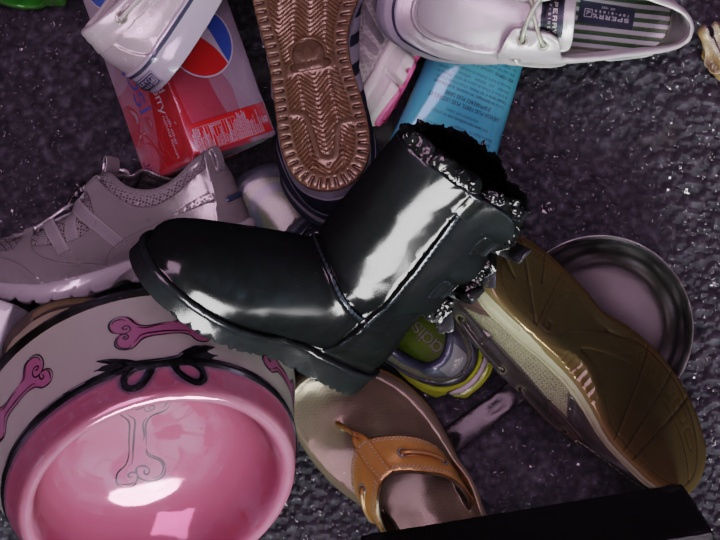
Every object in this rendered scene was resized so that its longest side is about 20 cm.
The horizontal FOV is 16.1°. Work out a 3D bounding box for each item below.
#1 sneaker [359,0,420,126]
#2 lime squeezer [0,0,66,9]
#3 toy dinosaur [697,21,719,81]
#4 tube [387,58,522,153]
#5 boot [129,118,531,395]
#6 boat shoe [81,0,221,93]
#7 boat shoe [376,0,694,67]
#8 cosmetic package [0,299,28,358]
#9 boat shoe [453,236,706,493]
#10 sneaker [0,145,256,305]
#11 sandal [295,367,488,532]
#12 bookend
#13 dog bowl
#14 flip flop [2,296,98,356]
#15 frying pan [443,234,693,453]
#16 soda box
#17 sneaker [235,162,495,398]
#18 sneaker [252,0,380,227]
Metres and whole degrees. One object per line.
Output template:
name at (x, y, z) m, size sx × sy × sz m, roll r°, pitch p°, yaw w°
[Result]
sneaker at (0.017, -0.196, 1.595) m, size 0.087 × 0.074 × 0.200 m, roll 24°, pitch 90°, yaw -2°
lime squeezer at (-0.207, -0.198, 1.620) m, size 0.200 × 0.038 × 0.071 m, roll -31°, pitch 84°, yaw -1°
toy dinosaur at (0.292, -0.083, 1.595) m, size 0.101 × 0.058 × 0.200 m, roll -35°, pitch 76°, yaw 13°
tube at (0.075, -0.137, 1.602) m, size 0.077 × 0.050 × 0.201 m, roll 21°, pitch 87°, yaw -12°
boot at (-0.011, -0.020, 1.437) m, size 0.162 × 0.198 × 0.073 m, roll -46°, pitch 41°, yaw 22°
boat shoe at (-0.109, -0.210, 1.520) m, size 0.086 × 0.075 × 0.202 m, roll 35°, pitch 74°, yaw -17°
boat shoe at (0.111, -0.161, 1.553) m, size 0.199 × 0.067 × 0.074 m, roll -5°, pitch 104°, yaw -23°
cosmetic package at (-0.325, 0.087, 1.552) m, size 0.199 × 0.123 × 0.200 m, roll 19°, pitch 85°, yaw 2°
boat shoe at (0.129, 0.062, 1.543) m, size 0.201 × 0.066 × 0.072 m, roll 46°, pitch 55°, yaw -16°
sneaker at (-0.154, -0.030, 1.561) m, size 0.199 × 0.075 × 0.082 m, roll -10°, pitch 96°, yaw 22°
sandal at (0.029, 0.138, 1.565) m, size 0.080 × 0.054 × 0.200 m, roll -35°, pitch 86°, yaw 8°
bookend at (0.115, 0.247, 1.502) m, size 0.198 × 0.092 × 0.201 m, roll -10°, pitch 103°, yaw -2°
dog bowl at (-0.126, 0.107, 1.496) m, size 0.200 × 0.200 × 0.074 m, roll -21°, pitch 45°, yaw -1°
flip flop at (-0.119, 0.053, 1.538) m, size 0.058 × 0.199 × 0.081 m, roll 56°, pitch 132°, yaw 39°
frying pan at (0.131, 0.067, 1.586) m, size 0.115 × 0.031 × 0.190 m, roll 31°, pitch 99°, yaw 7°
soda box at (-0.126, -0.161, 1.577) m, size 0.063 × 0.070 × 0.201 m, roll -19°, pitch 90°, yaw -34°
sneaker at (0.000, 0.000, 1.566) m, size 0.200 × 0.081 × 0.074 m, roll 37°, pitch 90°, yaw 12°
sneaker at (-0.024, -0.122, 1.543) m, size 0.070 × 0.109 × 0.201 m, roll -5°, pitch 69°, yaw 3°
